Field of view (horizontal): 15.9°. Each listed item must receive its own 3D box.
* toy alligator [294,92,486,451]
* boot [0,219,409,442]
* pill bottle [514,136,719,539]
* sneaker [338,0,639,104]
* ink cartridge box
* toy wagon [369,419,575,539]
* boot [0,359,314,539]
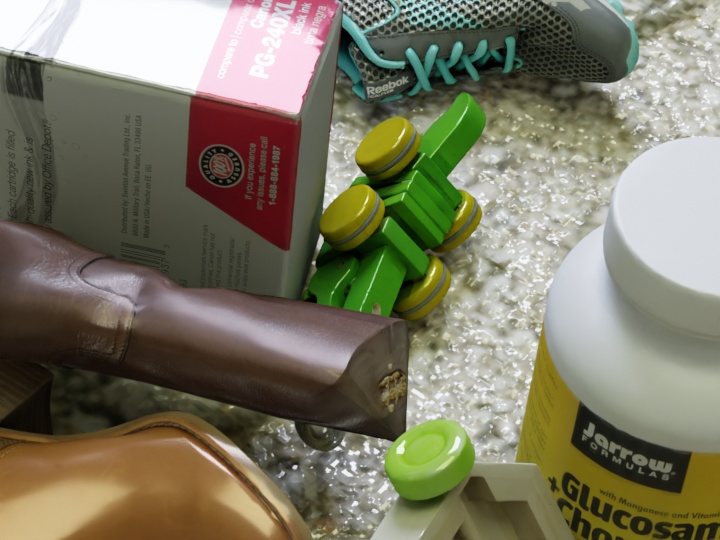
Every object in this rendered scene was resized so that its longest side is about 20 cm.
[{"bbox_3d":[0.000,0.000,1.124,0.054,0.059,0.201,-14,39,45],"label":"toy alligator"},{"bbox_3d":[-0.081,0.025,0.984,0.199,0.065,0.186,18,11,14],"label":"boot"},{"bbox_3d":[0.121,0.048,0.989,0.111,0.201,0.113,3,47,-3],"label":"pill bottle"},{"bbox_3d":[0.032,-0.112,1.223,0.199,0.078,0.092,16,64,13],"label":"sneaker"},{"bbox_3d":[-0.117,-0.058,1.094,0.199,0.146,0.084,13,47,5],"label":"ink cartridge box"},{"bbox_3d":[0.025,0.159,0.919,0.039,0.156,0.200,-2,39,38],"label":"toy wagon"},{"bbox_3d":[-0.128,0.118,0.989,0.199,0.074,0.155,20,47,28],"label":"boot"}]
